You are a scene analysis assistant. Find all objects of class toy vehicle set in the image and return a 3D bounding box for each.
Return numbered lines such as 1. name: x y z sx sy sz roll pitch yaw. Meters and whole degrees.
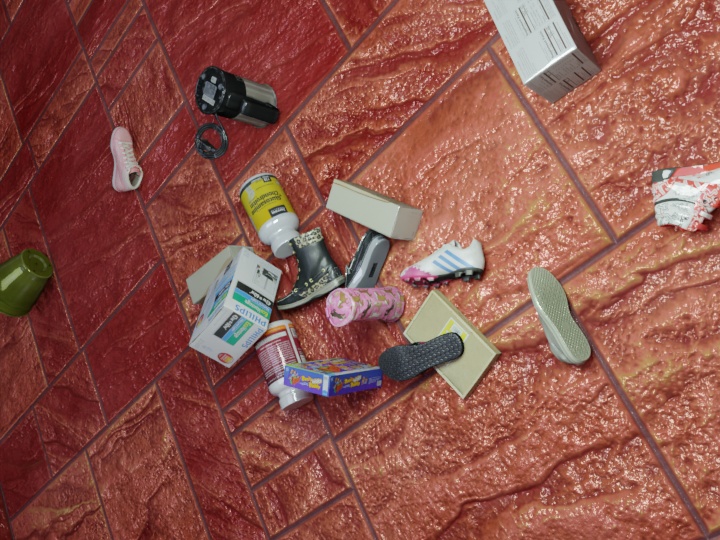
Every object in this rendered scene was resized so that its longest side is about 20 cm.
1. toy vehicle set: 0.191 0.154 1.423 0.200 0.026 0.125 47 116 29

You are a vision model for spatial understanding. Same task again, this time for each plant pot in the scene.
1. plant pot: -1.224 0.030 2.428 0.192 0.199 0.203 -37 67 17

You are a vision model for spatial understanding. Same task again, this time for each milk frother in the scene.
1. milk frother: -0.327 -0.392 1.733 0.201 0.186 0.182 -51 61 25

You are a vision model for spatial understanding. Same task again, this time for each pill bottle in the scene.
1. pill bottle: -0.222 -0.137 1.693 0.112 0.111 0.202 -42 66 28
2. pill bottle: -0.189 0.236 1.659 0.112 0.112 0.204 -34 69 31

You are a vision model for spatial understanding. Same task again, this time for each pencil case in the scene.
1. pencil case: 0.011 0.076 1.454 0.082 0.198 0.088 38 112 32

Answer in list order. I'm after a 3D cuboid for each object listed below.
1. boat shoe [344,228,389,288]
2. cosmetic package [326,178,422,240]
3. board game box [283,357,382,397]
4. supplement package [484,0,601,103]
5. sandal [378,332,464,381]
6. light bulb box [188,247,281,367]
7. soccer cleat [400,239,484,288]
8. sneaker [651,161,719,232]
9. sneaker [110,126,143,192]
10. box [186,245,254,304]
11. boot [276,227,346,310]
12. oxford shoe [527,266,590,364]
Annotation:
1. boat shoe: -0.002 0.000 1.546 0.068 0.073 0.203 41 119 39
2. cosmetic package: 0.029 -0.137 1.507 0.198 0.103 0.075 26 103 34
3. board game box: -0.058 0.237 1.504 0.132 0.198 0.046 7 92 36
4. supplement package: 0.336 -0.440 1.244 0.110 0.154 0.204 -30 72 31
5. sandal: 0.131 0.184 1.431 0.196 0.045 0.077 -19 83 21
6. light bulb box: -0.309 0.093 1.666 0.198 0.123 0.203 -43 26 37
7. soccer cleat: 0.175 -0.016 1.423 0.196 0.069 0.088 -9 68 35
8. sneaker: 0.585 -0.121 1.103 0.198 0.066 0.111 -3 88 41
9. sneaker: -0.731 -0.350 2.114 0.103 0.075 0.206 7 97 37
10. box: -0.375 0.014 1.821 0.198 0.094 0.079 -33 70 34
11. boot: -0.142 -0.001 1.632 0.201 0.073 0.157 -23 92 28
12. oxford shoe: 0.366 0.089 1.270 0.058 0.074 0.203 117 135 -62
